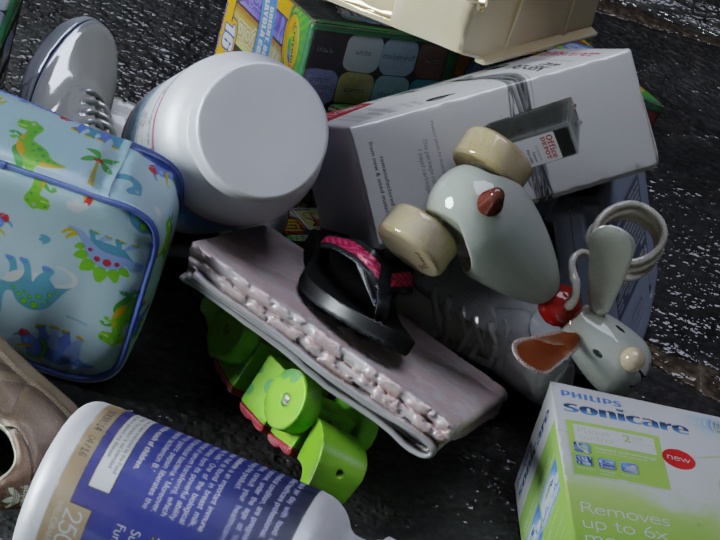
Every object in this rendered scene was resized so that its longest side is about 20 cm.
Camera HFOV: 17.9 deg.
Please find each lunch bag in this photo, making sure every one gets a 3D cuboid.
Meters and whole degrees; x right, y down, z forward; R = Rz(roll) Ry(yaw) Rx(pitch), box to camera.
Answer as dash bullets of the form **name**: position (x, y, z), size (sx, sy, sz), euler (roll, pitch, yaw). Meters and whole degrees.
- **lunch bag**: position (-0.217, -0.024, 1.385), size (0.199, 0.161, 0.083), euler (19, 37, -2)

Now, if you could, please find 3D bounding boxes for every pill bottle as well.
- **pill bottle**: position (-0.084, -0.080, 1.446), size (0.108, 0.109, 0.200), euler (8, -3, -16)
- **pill bottle**: position (-0.074, 0.155, 1.197), size (0.199, 0.116, 0.116), euler (21, 29, 8)

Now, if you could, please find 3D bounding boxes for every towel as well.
- **towel**: position (-0.008, 0.041, 1.432), size (0.200, 0.032, 0.191), euler (36, 11, 8)

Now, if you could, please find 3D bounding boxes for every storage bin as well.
- **storage bin**: position (0.051, -0.228, 1.598), size (0.199, 0.094, 0.198), euler (25, 24, 26)

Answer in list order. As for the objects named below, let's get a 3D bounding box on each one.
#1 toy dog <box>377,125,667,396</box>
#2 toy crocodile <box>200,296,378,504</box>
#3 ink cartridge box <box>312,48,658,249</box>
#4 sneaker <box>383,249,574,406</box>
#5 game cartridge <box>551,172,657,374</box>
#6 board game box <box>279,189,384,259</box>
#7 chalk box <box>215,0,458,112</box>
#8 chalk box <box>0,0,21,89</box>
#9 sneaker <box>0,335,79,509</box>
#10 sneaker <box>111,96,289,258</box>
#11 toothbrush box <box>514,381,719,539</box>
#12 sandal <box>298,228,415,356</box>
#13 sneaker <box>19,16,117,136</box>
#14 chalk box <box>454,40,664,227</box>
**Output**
- **toy dog**: position (0.112, -0.004, 1.396), size (0.199, 0.132, 0.096), euler (22, -6, -17)
- **toy crocodile**: position (-0.050, 0.075, 1.413), size (0.067, 0.062, 0.200), euler (25, 15, -41)
- **ink cartridge box**: position (0.075, -0.084, 1.509), size (0.199, 0.083, 0.147), euler (-17, 9, -14)
- **sneaker**: position (0.073, 0.036, 1.541), size (0.099, 0.078, 0.200), euler (-5, 26, -23)
- **game cartridge**: position (0.173, -0.008, 1.594), size (0.041, 0.134, 0.200), euler (0, 19, 16)
- **board game box**: position (0.016, -0.039, 1.680), size (0.199, 0.024, 0.105), euler (0, 29, -27)
- **chalk box**: position (-0.014, -0.136, 1.664), size (0.124, 0.124, 0.200), euler (4, 25, -26)
- **chalk box**: position (-0.294, -0.129, 1.468), size (0.123, 0.201, 0.125), euler (13, 28, -6)
- **sneaker**: position (-0.241, 0.066, 1.310), size (0.200, 0.071, 0.075), euler (31, 34, 25)
- **sneaker**: position (-0.151, -0.058, 1.577), size (0.199, 0.075, 0.087), euler (19, 38, 9)
- **toothbrush box**: position (0.176, 0.165, 1.345), size (0.145, 0.086, 0.200), euler (12, 28, -7)
- **sandal**: position (0.000, 0.000, 1.431), size (0.075, 0.045, 0.200), euler (32, 11, -14)
- **sneaker**: position (-0.189, -0.083, 1.512), size (0.073, 0.071, 0.201), euler (40, 53, -42)
- **chalk box**: position (0.133, -0.115, 1.740), size (0.125, 0.124, 0.200), euler (15, 22, -44)
